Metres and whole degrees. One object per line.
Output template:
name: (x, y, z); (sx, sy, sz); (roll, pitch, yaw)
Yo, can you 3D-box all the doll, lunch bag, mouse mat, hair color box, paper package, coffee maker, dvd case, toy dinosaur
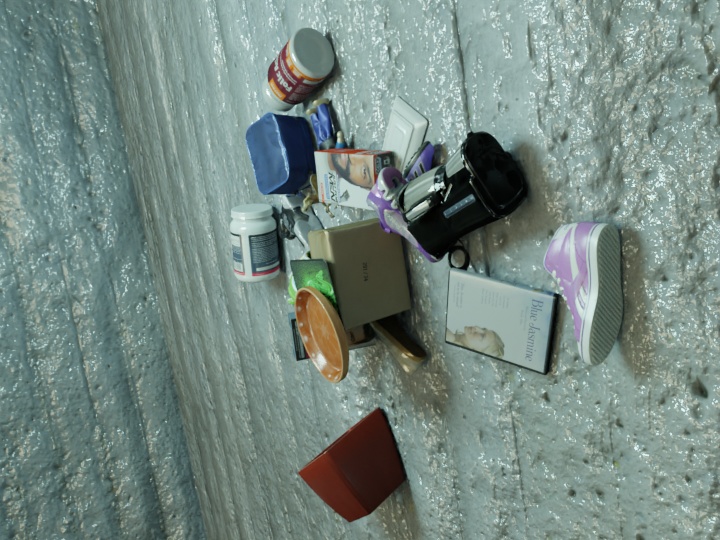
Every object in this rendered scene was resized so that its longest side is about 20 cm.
doll: (-0.070, -0.291, 1.378); (0.136, 0.047, 0.207); (-27, 78, 57)
lunch bag: (-0.186, -0.283, 1.487); (0.133, 0.130, 0.207); (-17, 87, 41)
mouse mat: (-0.094, 0.056, 1.246); (0.198, 0.007, 0.167); (0, 106, 61)
hair color box: (-0.067, 0.137, 1.391); (0.061, 0.193, 0.103); (-147, 48, -73)
paper package: (0.000, 0.000, 1.252); (0.102, 0.185, 0.208); (4, 105, 60)
coffee maker: (0.185, -0.111, 1.013); (0.190, 0.137, 0.199); (37, 150, -16)
dvd case: (0.238, 0.086, 1.027); (0.195, 0.017, 0.148); (15, 115, 33)
toy dinosaur: (-0.079, -0.192, 1.396); (0.101, 0.203, 0.058); (41, 125, -19)
hair color box: (-0.014, -0.198, 1.264); (0.197, 0.063, 0.115); (14, 115, 47)

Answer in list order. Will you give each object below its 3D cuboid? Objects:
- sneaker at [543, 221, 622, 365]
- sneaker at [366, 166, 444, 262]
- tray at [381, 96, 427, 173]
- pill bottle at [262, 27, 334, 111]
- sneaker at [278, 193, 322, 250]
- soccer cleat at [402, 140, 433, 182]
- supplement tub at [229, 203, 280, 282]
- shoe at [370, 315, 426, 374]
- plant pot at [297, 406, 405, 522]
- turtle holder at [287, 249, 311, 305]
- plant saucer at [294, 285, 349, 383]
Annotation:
sneaker: (0.327, 0.031, 0.890); (0.113, 0.071, 0.209); (9, 100, 58)
sneaker: (0.084, -0.094, 1.124); (0.088, 0.081, 0.201); (-34, 100, 40)
tray: (0.073, -0.235, 1.209); (0.108, 0.022, 0.205); (47, 137, 36)
pill bottle: (-0.152, -0.459, 1.381); (0.198, 0.111, 0.118); (-24, 82, 56)
sneaker: (-0.161, -0.106, 1.565); (0.204, 0.073, 0.115); (63, 146, 29)
soccer cleat: (0.111, -0.154, 1.156); (0.072, 0.068, 0.204); (33, 128, 15)
supplement tub: (-0.309, -0.081, 1.733); (0.139, 0.137, 0.207); (21, 119, 51)
shoe: (0.066, 0.147, 1.315); (0.200, 0.068, 0.055); (46, 129, 34)
plant pot: (-0.007, 0.492, 1.462); (0.178, 0.198, 0.200); (53, 142, 9)
turtle holder: (-0.095, 0.032, 1.454); (0.185, 0.137, 0.136); (40, 131, 43)
plant saucer: (-0.076, 0.129, 1.219); (0.200, 0.032, 0.206); (41, 141, 43)
